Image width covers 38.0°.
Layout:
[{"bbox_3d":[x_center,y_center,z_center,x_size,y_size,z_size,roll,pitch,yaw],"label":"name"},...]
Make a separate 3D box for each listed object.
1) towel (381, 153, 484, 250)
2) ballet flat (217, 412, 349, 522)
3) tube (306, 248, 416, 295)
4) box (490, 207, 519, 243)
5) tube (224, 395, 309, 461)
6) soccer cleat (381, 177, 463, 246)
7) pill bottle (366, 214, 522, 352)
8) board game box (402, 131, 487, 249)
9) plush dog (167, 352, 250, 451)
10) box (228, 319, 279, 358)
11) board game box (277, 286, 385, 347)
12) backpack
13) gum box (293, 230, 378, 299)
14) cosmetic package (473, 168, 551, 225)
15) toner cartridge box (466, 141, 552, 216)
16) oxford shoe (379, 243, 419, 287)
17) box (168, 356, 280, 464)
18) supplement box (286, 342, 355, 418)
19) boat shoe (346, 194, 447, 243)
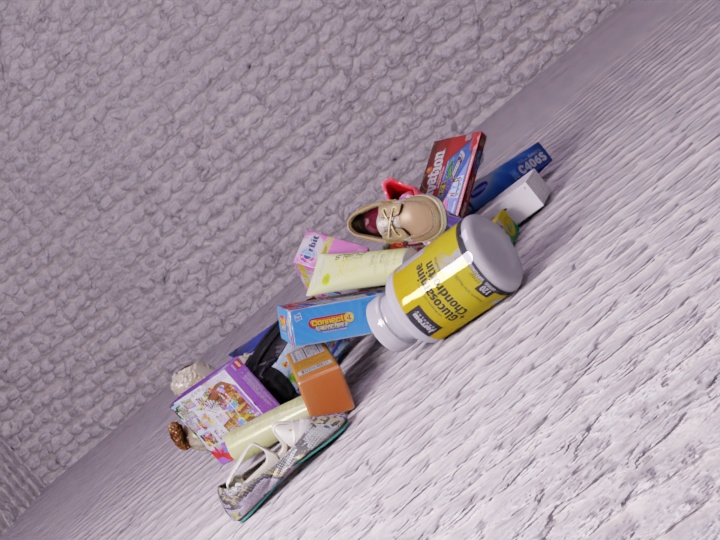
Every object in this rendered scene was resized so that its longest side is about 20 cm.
[{"bbox_3d":[0.125,-0.125,1.832,0.200,0.048,0.171,-47,1,40],"label":"towel"},{"bbox_3d":[-0.106,0.237,1.350,0.200,0.072,0.072,-41,7,-6],"label":"ballet flat"},{"bbox_3d":[0.000,0.000,1.623,0.199,0.052,0.058,-6,14,39],"label":"tube"},{"bbox_3d":[0.170,-0.019,1.555,0.117,0.048,0.200,-38,9,30],"label":"box"},{"bbox_3d":[-0.112,0.225,1.578,0.199,0.052,0.058,-32,48,14],"label":"tube"},{"bbox_3d":[0.098,-0.085,1.603,0.067,0.077,0.200,-45,36,-5],"label":"soccer cleat"},{"bbox_3d":[0.104,0.024,1.355,0.200,0.112,0.112,-37,7,31],"label":"pill bottle"},{"bbox_3d":[0.136,-0.128,1.680,0.102,0.019,0.201,-7,57,45],"label":"board game box"},{"bbox_3d":[-0.252,0.260,1.887,0.199,0.161,0.172,-7,-36,-45],"label":"plush dog"},{"bbox_3d":[-0.154,0.156,1.957,0.200,0.120,0.033,-33,43,48],"label":"box"},{"bbox_3d":[-0.021,0.068,1.620,0.198,0.056,0.196,-10,2,-10],"label":"board game box"},{"bbox_3d":[-0.110,0.140,1.780,0.163,0.153,0.201,-34,31,59],"label":"backpack"},{"bbox_3d":[-0.034,0.017,1.802,0.200,0.113,0.067,72,-143,-62],"label":"gum box"},{"bbox_3d":[0.210,-0.076,1.677,0.200,0.051,0.083,-38,3,28],"label":"cosmetic package"},{"bbox_3d":[0.234,-0.143,1.803,0.199,0.043,0.095,-33,-10,-30],"label":"toner cartridge box"},{"bbox_3d":[0.091,-0.025,1.780,0.072,0.071,0.200,-39,-12,-36],"label":"oxford shoe"},{"bbox_3d":[-0.213,0.231,1.699,0.200,0.137,0.039,-33,10,47],"label":"box"},{"bbox_3d":[-0.060,0.156,1.499,0.068,0.067,0.200,-21,9,-4],"label":"supplement box"},{"bbox_3d":[0.052,-0.071,1.573,0.066,0.075,0.199,-15,4,-33],"label":"boat shoe"}]
